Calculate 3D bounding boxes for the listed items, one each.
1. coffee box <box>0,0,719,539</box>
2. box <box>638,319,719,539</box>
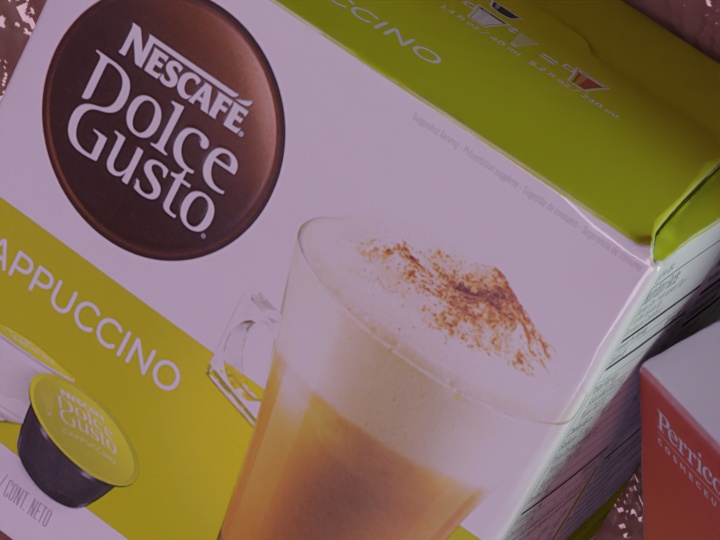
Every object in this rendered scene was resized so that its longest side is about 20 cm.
[{"bbox_3d":[0.000,0.000,0.887,0.200,0.200,0.198,35,114,14],"label":"coffee box"},{"bbox_3d":[0.171,0.114,0.845,0.152,0.106,0.200,49,158,39],"label":"box"}]
